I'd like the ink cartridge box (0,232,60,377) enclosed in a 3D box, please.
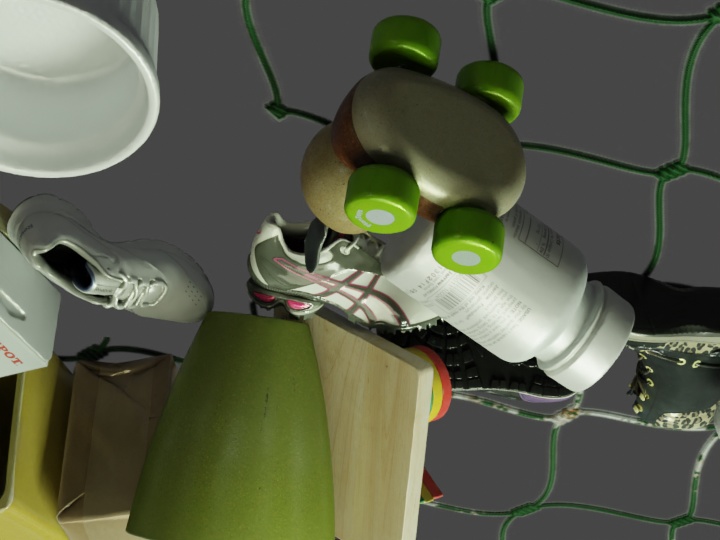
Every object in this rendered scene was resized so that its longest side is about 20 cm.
[{"bbox_3d":[-0.388,0.035,1.562,0.198,0.084,0.147,-12,140,22],"label":"ink cartridge box"}]

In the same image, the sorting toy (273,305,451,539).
[{"bbox_3d":[0.002,0.140,1.603,0.069,0.198,0.202,-12,117,-40],"label":"sorting toy"}]

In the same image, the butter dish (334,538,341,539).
[{"bbox_3d":[-0.007,0.407,2.018,0.198,0.149,0.200,6,144,-4],"label":"butter dish"}]

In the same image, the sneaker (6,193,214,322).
[{"bbox_3d":[-0.217,0.007,1.540,0.199,0.087,0.075,21,111,-25],"label":"sneaker"}]

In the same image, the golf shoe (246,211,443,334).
[{"bbox_3d":[0.000,0.000,1.538,0.198,0.078,0.089,5,133,-6],"label":"golf shoe"}]

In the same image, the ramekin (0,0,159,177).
[{"bbox_3d":[-0.244,-0.169,1.312,0.198,0.098,0.201,3,143,2],"label":"ramekin"}]

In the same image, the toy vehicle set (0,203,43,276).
[{"bbox_3d":[-0.380,-0.040,1.555,0.124,0.027,0.200,-24,135,32],"label":"toy vehicle set"}]

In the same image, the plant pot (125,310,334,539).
[{"bbox_3d":[-0.101,0.141,1.554,0.185,0.202,0.187,8,176,1],"label":"plant pot"}]

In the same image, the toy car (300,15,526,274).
[{"bbox_3d":[0.017,-0.071,1.379,0.157,0.166,0.200,24,148,-25],"label":"toy car"}]

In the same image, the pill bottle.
[{"bbox_3d":[0.125,0.011,1.468,0.199,0.115,0.114,35,136,-13],"label":"pill bottle"}]

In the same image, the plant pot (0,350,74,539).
[{"bbox_3d":[-0.364,0.196,1.741,0.193,0.197,0.200,-12,147,21],"label":"plant pot"}]

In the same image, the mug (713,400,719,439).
[{"bbox_3d":[0.416,0.114,1.580,0.175,0.200,0.148,-36,89,19],"label":"mug"}]

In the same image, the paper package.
[{"bbox_3d":[-0.218,0.212,1.739,0.102,0.192,0.201,-6,143,7],"label":"paper package"}]

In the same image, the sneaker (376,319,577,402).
[{"bbox_3d":[0.110,0.090,1.649,0.198,0.076,0.088,14,165,4],"label":"sneaker"}]

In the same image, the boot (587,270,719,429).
[{"bbox_3d":[0.260,0.080,1.612,0.202,0.074,0.154,5,138,-9],"label":"boot"}]
